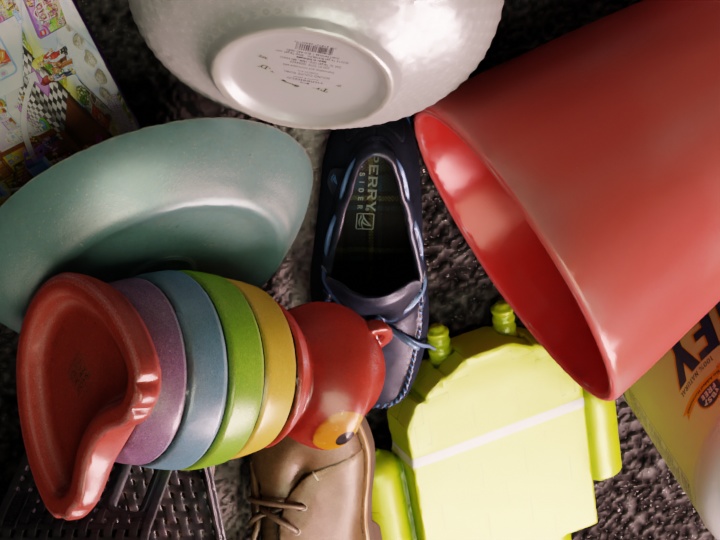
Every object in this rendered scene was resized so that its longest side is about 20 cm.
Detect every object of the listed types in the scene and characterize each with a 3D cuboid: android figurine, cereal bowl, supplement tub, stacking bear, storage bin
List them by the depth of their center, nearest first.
[{"bbox_3d":[-0.026,-0.131,1.258,0.198,0.084,0.201,5,152,3],"label":"cereal bowl"},{"bbox_3d":[-0.073,0.056,1.326,0.199,0.114,0.122,1,136,-37],"label":"stacking bear"},{"bbox_3d":[-0.133,0.193,1.393,0.093,0.136,0.201,-2,123,13],"label":"storage bin"},{"bbox_3d":[0.249,0.085,1.491,0.144,0.200,0.146,-10,125,-14],"label":"supplement tub"},{"bbox_3d":[0.081,0.116,1.534,0.181,0.041,0.201,-20,116,-18],"label":"android figurine"}]

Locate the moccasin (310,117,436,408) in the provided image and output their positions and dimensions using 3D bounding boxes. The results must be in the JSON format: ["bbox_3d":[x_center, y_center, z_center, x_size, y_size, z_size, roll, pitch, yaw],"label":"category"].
[{"bbox_3d":[0.000,0.000,1.417,0.080,0.068,0.201,-5,122,3],"label":"moccasin"}]

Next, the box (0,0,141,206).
[{"bbox_3d":[-0.200,-0.090,1.307,0.136,0.039,0.201,-26,128,-2],"label":"box"}]

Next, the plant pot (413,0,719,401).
[{"bbox_3d":[0.154,-0.057,1.381,0.177,0.200,0.201,-35,128,-8],"label":"plant pot"}]

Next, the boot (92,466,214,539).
[{"bbox_3d":[-0.132,0.124,1.461,0.075,0.074,0.201,7,123,-17],"label":"boot"}]

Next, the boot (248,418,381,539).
[{"bbox_3d":[-0.037,0.131,1.452,0.075,0.073,0.201,-44,131,-44],"label":"boot"}]

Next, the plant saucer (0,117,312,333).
[{"bbox_3d":[-0.114,-0.009,1.346,0.198,0.036,0.200,-18,153,-10],"label":"plant saucer"}]
